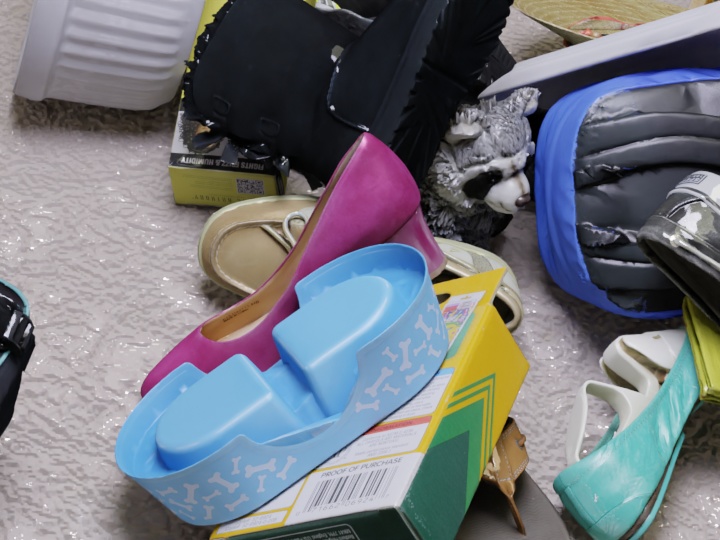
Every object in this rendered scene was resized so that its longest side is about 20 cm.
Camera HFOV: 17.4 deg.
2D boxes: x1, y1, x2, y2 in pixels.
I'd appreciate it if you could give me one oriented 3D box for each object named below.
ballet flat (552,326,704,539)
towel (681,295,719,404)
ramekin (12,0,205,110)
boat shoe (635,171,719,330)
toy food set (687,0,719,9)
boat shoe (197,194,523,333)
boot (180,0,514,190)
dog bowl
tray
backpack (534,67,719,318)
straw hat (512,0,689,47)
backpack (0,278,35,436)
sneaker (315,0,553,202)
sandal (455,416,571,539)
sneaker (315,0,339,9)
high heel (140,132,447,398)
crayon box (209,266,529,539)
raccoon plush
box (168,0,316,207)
[{"bbox_3d":[0.166,0.077,1.383,0.070,0.067,0.200,41,44,-5],"label":"ballet flat"},{"bbox_3d":[0.281,0.078,1.405,0.200,0.018,0.086,21,33,-20],"label":"towel"},{"bbox_3d":[-0.156,-0.200,1.557,0.105,0.200,0.200,14,39,-9],"label":"ramekin"},{"bbox_3d":[0.241,0.034,1.359,0.200,0.071,0.064,44,65,2],"label":"boat shoe"},{"bbox_3d":[0.336,-0.174,1.742,0.198,0.049,0.200,4,40,-8],"label":"toy food set"},{"bbox_3d":[0.000,0.003,1.431,0.200,0.073,0.063,15,9,-4],"label":"boat shoe"},{"bbox_3d":[-0.011,-0.137,1.425,0.162,0.199,0.073,31,10,32],"label":"boot"},{"bbox_3d":[-0.038,0.065,1.284,0.200,0.050,0.111,-35,26,-6],"label":"dog bowl"},{"bbox_3d":[0.180,-0.135,1.473,0.107,0.200,0.022,3,77,-50],"label":"tray"},{"bbox_3d":[0.207,-0.045,1.473,0.200,0.163,0.168,-7,2,-14],"label":"backpack"},{"bbox_3d":[0.182,-0.132,1.624,0.201,0.085,0.201,9,17,-3],"label":"straw hat"},{"bbox_3d":[-0.292,0.067,1.236,0.200,0.153,0.176,22,38,-1],"label":"backpack"},{"bbox_3d":[0.055,-0.115,1.559,0.104,0.200,0.060,-11,39,39],"label":"sneaker"},{"bbox_3d":[0.068,0.101,1.351,0.082,0.055,0.200,-1,41,-14],"label":"sandal"},{"bbox_3d":[-0.045,-0.171,1.652,0.200,0.076,0.076,31,26,17],"label":"sneaker"},{"bbox_3d":[-0.054,0.002,1.356,0.200,0.096,0.067,-26,25,9],"label":"high heel"},{"bbox_3d":[0.013,0.089,1.301,0.126,0.052,0.200,-14,31,34],"label":"crayon box"},{"bbox_3d":[0.025,-0.081,1.495,0.200,0.134,0.097,26,42,18],"label":"raccoon plush"},{"bbox_3d":[-0.074,-0.137,1.549,0.075,0.050,0.200,6,61,6],"label":"box"}]
